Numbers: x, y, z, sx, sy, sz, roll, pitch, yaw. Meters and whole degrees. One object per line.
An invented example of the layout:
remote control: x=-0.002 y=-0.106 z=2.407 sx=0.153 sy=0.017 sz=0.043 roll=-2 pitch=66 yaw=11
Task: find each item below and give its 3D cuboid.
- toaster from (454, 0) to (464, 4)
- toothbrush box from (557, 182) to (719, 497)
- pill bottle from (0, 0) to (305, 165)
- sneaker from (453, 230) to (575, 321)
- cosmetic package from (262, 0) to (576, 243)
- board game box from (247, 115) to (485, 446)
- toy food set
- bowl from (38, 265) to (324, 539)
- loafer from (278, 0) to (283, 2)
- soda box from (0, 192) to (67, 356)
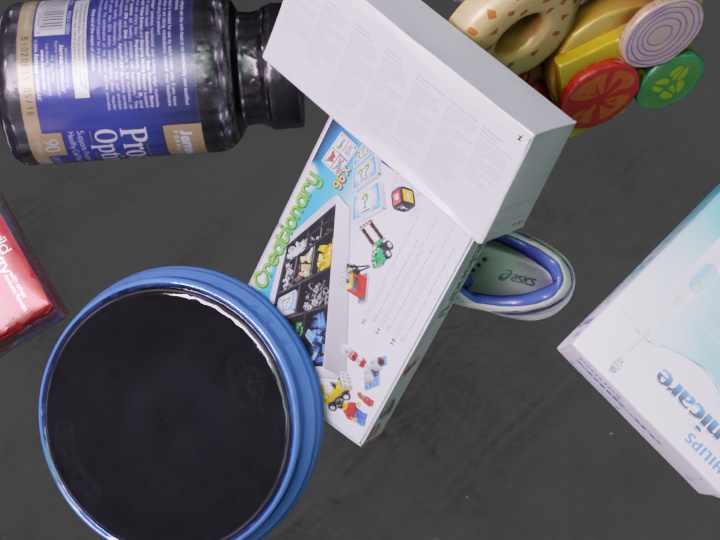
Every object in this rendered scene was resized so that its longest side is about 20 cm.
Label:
toaster: x=0.078 y=-0.258 z=1.075 sx=0.113 sy=0.200 sz=0.129 roll=-31 pitch=96 yaw=15
toothbrush box: x=0.256 y=0.033 z=1.080 sx=0.146 sy=0.085 sz=0.200 roll=44 pitch=85 yaw=4
pill bottle: x=-0.140 y=-0.134 z=1.089 sx=0.199 sy=0.112 sz=0.112 roll=-4 pitch=84 yaw=1
sneaker: x=0.049 y=-0.014 z=1.087 sx=0.199 sy=0.088 sz=0.076 roll=7 pitch=86 yaw=3
cosmetic package: x=0.032 y=-0.112 z=0.973 sx=0.200 sy=0.051 sz=0.083 roll=43 pitch=130 yaw=24
board game box: x=0.000 y=0.000 z=1.055 sx=0.126 sy=0.035 sz=0.201 roll=36 pitch=115 yaw=17
toy food set: x=0.146 y=-0.155 z=1.051 sx=0.197 sy=0.200 sz=0.049 roll=-25 pitch=57 yaw=-2
bowl: x=-0.125 y=0.099 z=1.072 sx=0.200 sy=0.039 sz=0.202 roll=1 pitch=94 yaw=16
loafer: x=-0.135 y=-0.223 z=1.120 sx=0.199 sy=0.068 sz=0.071 roll=5 pitch=90 yaw=4
soda box: x=-0.280 y=-0.041 z=1.102 sx=0.063 sy=0.070 sz=0.201 roll=-31 pitch=84 yaw=-4
